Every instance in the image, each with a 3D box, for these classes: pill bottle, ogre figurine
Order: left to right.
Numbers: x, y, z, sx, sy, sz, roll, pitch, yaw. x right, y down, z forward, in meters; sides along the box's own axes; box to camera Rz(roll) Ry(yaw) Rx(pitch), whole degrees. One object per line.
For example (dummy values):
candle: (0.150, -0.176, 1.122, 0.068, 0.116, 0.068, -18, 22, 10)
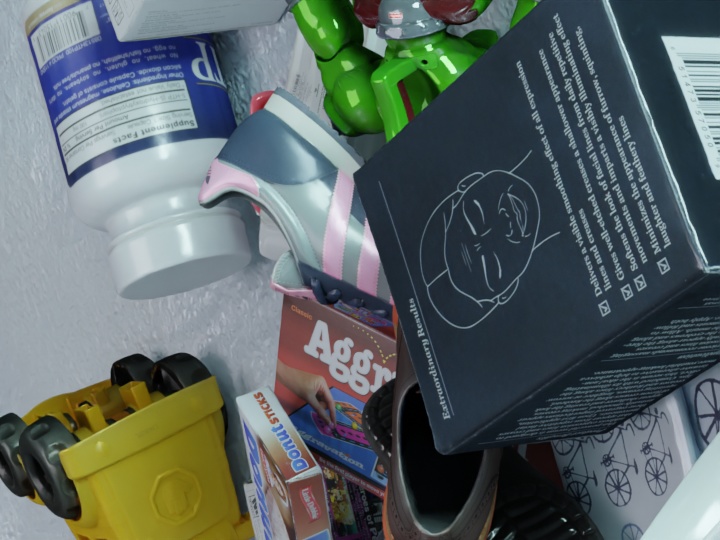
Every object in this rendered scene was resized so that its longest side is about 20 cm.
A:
pill bottle: (-0.140, -0.089, 1.429, 0.120, 0.119, 0.201, -35, 69, 59)
ogre figurine: (0.033, -0.125, 1.125, 0.199, 0.098, 0.120, -1, 105, 19)

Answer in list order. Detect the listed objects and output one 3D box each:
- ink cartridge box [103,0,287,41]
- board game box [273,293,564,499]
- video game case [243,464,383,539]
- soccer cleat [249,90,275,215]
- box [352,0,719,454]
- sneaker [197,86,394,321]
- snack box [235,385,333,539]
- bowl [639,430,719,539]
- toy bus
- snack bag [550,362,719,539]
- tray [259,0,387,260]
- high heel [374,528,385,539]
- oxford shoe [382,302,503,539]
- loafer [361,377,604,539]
ink cartridge box: (-0.070, -0.209, 1.277, 0.200, 0.109, 0.050, -51, 55, 53)
board game box: (0.033, 0.087, 1.214, 0.200, 0.019, 0.103, 26, 122, 32)
video game case: (-0.001, 0.213, 1.364, 0.181, 0.036, 0.201, -27, 76, 60)
soccer cleat: (-0.015, -0.042, 1.277, 0.200, 0.067, 0.077, 39, 143, 55)
box: (0.106, -0.025, 0.988, 0.200, 0.107, 0.149, -39, 62, 48)
sneaker: (0.000, 0.000, 1.162, 0.200, 0.082, 0.070, 46, 176, 8)
snack box: (-0.037, 0.159, 1.286, 0.200, 0.024, 0.072, 83, 160, -45)
bowl: (0.185, 0.099, 0.886, 0.090, 0.201, 0.201, 37, 141, 4)
toy bus: (-0.157, 0.167, 1.555, 0.200, 0.135, 0.193, -2, 113, 63)
snack bag: (0.154, 0.074, 1.047, 0.200, 0.021, 0.189, -25, 77, 55)
tray: (-0.014, -0.100, 1.233, 0.107, 0.022, 0.201, 14, 92, 54)
high heel: (0.066, 0.227, 1.218, 0.200, 0.071, 0.143, 52, 150, 15)
oxford shoe: (0.049, 0.044, 1.077, 0.073, 0.071, 0.201, 87, -173, -73)
loafer: (0.074, 0.135, 1.126, 0.200, 0.073, 0.071, 56, 173, 35)
